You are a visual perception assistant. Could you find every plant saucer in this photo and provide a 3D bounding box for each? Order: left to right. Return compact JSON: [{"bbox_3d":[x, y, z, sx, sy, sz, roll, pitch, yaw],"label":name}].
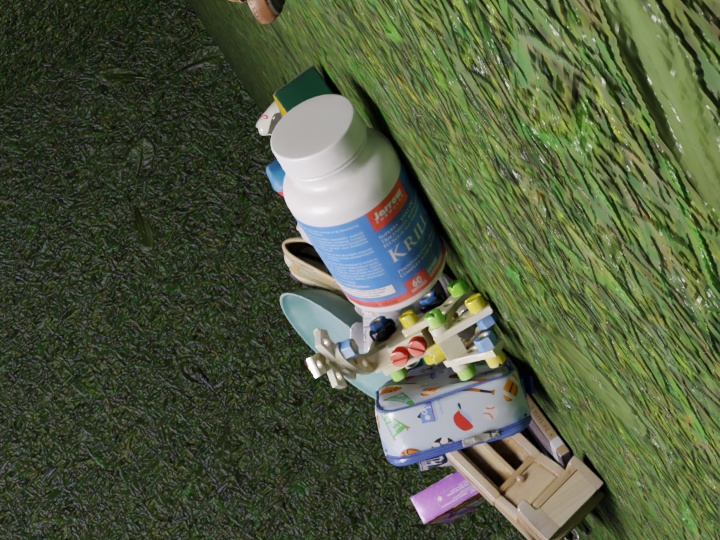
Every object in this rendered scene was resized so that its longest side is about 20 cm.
[{"bbox_3d":[-0.011,0.086,1.314,0.200,0.036,0.200,37,161,15],"label":"plant saucer"}]

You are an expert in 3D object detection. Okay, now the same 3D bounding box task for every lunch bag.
[{"bbox_3d":[0.097,0.136,1.113,0.200,0.160,0.076,-74,-33,-84],"label":"lunch bag"}]

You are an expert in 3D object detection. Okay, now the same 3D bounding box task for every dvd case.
[{"bbox_3d":[0.187,0.155,1.264,0.200,0.016,0.149,55,178,30],"label":"dvd case"}]

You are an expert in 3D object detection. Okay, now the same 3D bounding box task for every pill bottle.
[{"bbox_3d":[-0.004,-0.062,1.008,0.200,0.112,0.112,57,178,-43],"label":"pill bottle"}]

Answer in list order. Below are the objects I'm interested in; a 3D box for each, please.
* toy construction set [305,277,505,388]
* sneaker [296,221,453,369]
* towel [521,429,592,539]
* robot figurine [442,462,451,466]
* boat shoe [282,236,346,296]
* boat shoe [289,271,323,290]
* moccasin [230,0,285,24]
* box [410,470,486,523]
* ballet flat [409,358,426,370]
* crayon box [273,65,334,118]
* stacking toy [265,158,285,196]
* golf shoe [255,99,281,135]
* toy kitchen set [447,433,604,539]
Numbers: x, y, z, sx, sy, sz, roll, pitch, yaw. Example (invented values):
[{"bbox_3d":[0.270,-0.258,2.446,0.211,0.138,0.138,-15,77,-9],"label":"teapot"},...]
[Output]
[{"bbox_3d":[0.049,0.073,1.073,0.131,0.200,0.092,-67,-40,-65],"label":"toy construction set"},{"bbox_3d":[0.005,0.023,1.171,0.200,0.115,0.075,29,172,-18],"label":"sneaker"},{"bbox_3d":[0.224,0.239,1.371,0.193,0.035,0.200,59,-173,4],"label":"towel"},{"bbox_3d":[0.099,0.155,1.389,0.200,0.125,0.150,-86,-24,-51],"label":"robot figurine"},{"bbox_3d":[0.000,0.000,1.260,0.200,0.072,0.076,8,162,19],"label":"boat shoe"},{"bbox_3d":[-0.045,-0.065,1.384,0.065,0.200,0.072,22,149,-18],"label":"boat shoe"},{"bbox_3d":[-0.131,-0.287,0.980,0.201,0.078,0.074,56,178,27],"label":"moccasin"},{"bbox_3d":[0.150,0.277,1.403,0.039,0.137,0.200,61,-172,18],"label":"box"},{"bbox_3d":[0.075,0.097,1.326,0.200,0.062,0.067,21,129,56],"label":"ballet flat"},{"bbox_3d":[-0.017,-0.119,1.221,0.173,0.058,0.200,54,178,7],"label":"crayon box"},{"bbox_3d":[-0.046,-0.090,1.609,0.200,0.110,0.116,61,180,-24],"label":"stacking toy"},{"bbox_3d":[-0.072,-0.168,1.446,0.077,0.088,0.200,54,178,37],"label":"golf shoe"},{"bbox_3d":[0.134,0.237,1.160,0.180,0.163,0.200,44,172,18],"label":"toy kitchen set"}]
